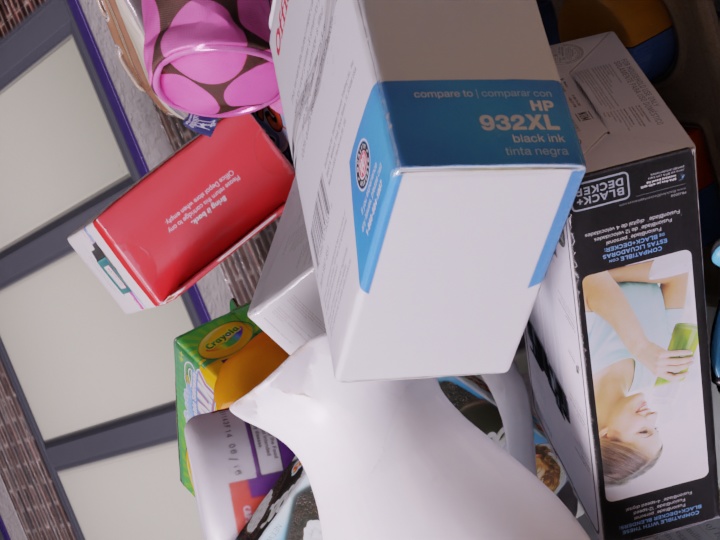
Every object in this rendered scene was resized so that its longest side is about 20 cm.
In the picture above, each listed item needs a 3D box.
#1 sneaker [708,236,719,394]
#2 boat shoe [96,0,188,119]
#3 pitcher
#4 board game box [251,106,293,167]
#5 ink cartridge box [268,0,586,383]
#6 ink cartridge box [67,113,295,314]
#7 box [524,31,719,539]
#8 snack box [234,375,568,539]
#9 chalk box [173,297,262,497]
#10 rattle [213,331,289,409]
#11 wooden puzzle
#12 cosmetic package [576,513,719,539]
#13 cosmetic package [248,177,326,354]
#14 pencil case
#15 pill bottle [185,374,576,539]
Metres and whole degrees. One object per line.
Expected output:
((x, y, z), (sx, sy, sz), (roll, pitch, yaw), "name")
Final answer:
((0.187, 0.048, 1.028), (0.073, 0.082, 0.202), (30, 137, 44), "sneaker")
((-0.134, -0.183, 1.359), (0.072, 0.075, 0.202), (6, 115, 60), "boat shoe")
((0.052, 0.119, 1.044), (0.121, 0.171, 0.201), (-41, 73, 41), "pitcher")
((-0.084, -0.167, 1.399), (0.200, 0.034, 0.136), (40, 143, 40), "board game box")
((0.022, -0.075, 0.988), (0.146, 0.083, 0.201), (105, 158, -51), "ink cartridge box")
((-0.105, -0.036, 1.393), (0.067, 0.116, 0.200), (52, 167, -6), "ink cartridge box")
((0.111, 0.010, 1.030), (0.117, 0.060, 0.201), (-114, 12, -57), "box")
((0.007, 0.140, 1.155), (0.116, 0.201, 0.037), (34, -173, -16), "snack box")
((-0.038, 0.094, 1.420), (0.200, 0.123, 0.126), (39, 142, 42), "chalk box")
((0.000, 0.000, 1.274), (0.200, 0.142, 0.131), (138, 125, -68), "rattle")
((0.109, -0.081, 1.100), (0.185, 0.046, 0.202), (11, 120, 55), "wooden puzzle")
((0.141, 0.233, 1.124), (0.199, 0.199, 0.124), (43, 147, 37), "cosmetic package")
((0.006, -0.039, 1.150), (0.051, 0.201, 0.082), (41, 121, -17), "cosmetic package")
((-0.080, -0.183, 1.267), (0.091, 0.093, 0.202), (-36, 52, 49), "pencil case")
((0.011, 0.115, 1.235), (0.111, 0.198, 0.113), (169, 90, -84), "pill bottle")
